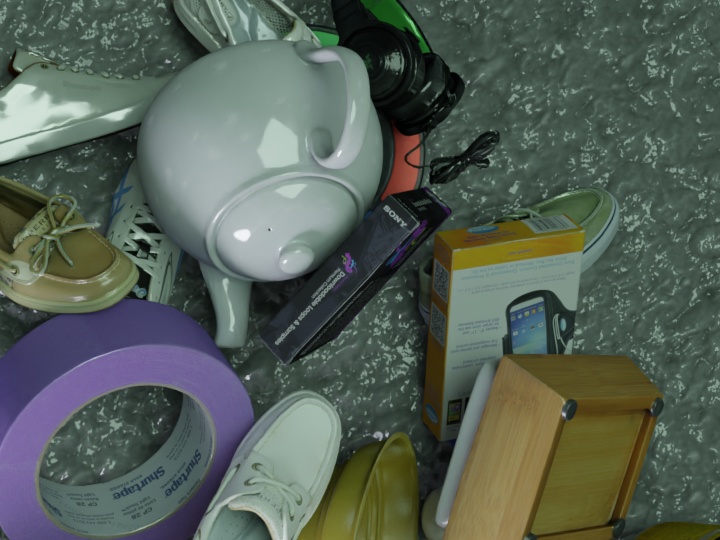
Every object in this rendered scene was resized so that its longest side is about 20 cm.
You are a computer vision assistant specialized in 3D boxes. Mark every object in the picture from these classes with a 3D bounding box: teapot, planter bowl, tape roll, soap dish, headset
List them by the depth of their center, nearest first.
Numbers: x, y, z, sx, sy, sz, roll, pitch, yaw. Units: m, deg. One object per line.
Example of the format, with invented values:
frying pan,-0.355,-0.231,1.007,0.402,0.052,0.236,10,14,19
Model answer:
teapot,-0.062,-0.063,1.296,0.197,0.200,0.146,-25,53,5
tape roll,-0.181,0.122,1.297,0.200,0.066,0.200,-15,126,-21
planter bowl,-0.019,0.219,1.370,0.083,0.200,0.201,7,81,15
headset,0.044,-0.154,1.389,0.123,0.094,0.200,28,38,-52
soap dish,0.155,0.146,1.406,0.200,0.081,0.158,4,105,-53

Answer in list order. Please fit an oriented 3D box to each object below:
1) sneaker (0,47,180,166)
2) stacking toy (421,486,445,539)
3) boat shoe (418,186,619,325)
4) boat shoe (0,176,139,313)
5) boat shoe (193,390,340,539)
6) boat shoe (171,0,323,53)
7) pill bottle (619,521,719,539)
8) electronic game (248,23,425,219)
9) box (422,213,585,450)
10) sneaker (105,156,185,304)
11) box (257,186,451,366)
sneaker,-0.220,-0.138,1.357,0.200,0.073,0.085,-17,93,-20
stacking toy,0.097,0.270,1.431,0.146,0.146,0.200,-15,71,-21
boat shoe,0.134,-0.018,1.471,0.200,0.072,0.062,-33,139,-19
boat shoe,-0.249,-0.027,1.280,0.200,0.063,0.073,20,50,25
boat shoe,-0.070,0.172,1.257,0.071,0.069,0.200,32,73,-4
boat shoe,-0.064,-0.166,1.385,0.200,0.069,0.071,42,67,-5
pill bottle,0.275,0.261,1.438,0.112,0.200,0.113,2,85,-21
electronic game,-0.041,-0.101,1.439,0.200,0.042,0.200,2,84,-20
box,0.114,0.057,1.446,0.119,0.041,0.200,-8,121,-21
sneaker,-0.171,-0.004,1.365,0.072,0.072,0.200,21,77,-16
box,0.000,0.000,1.338,0.036,0.200,0.143,43,99,3
